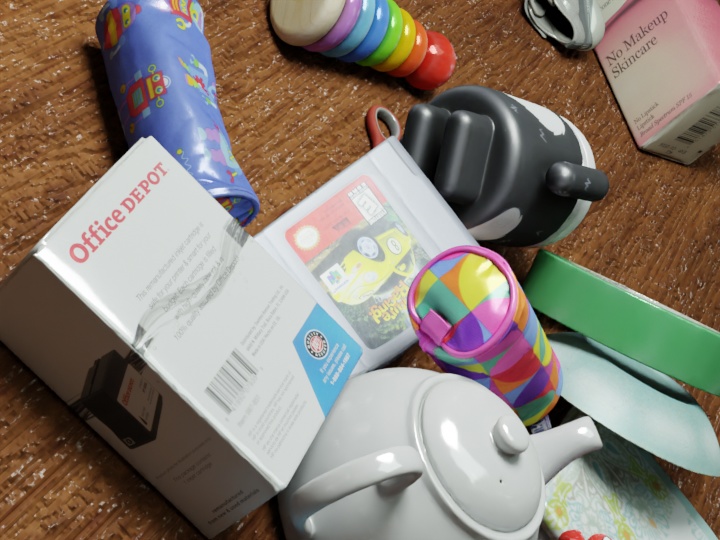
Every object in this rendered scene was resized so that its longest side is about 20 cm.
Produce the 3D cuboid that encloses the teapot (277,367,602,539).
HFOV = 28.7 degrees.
[{"bbox_3d":[0.049,0.139,0.916,0.197,0.146,0.201,39,37,-16],"label":"teapot"}]

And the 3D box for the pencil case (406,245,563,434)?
[{"bbox_3d":[0.093,0.056,1.016,0.200,0.087,0.089,54,16,-60],"label":"pencil case"}]

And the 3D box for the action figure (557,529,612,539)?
[{"bbox_3d":[0.153,0.238,0.951,0.200,0.098,0.066,-37,132,-55],"label":"action figure"}]

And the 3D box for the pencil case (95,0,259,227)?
[{"bbox_3d":[-0.129,-0.108,0.995,0.087,0.077,0.202,31,35,-56],"label":"pencil case"}]

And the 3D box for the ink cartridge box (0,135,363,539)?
[{"bbox_3d":[-0.113,0.039,0.872,0.200,0.084,0.145,45,38,-10],"label":"ink cartridge box"}]

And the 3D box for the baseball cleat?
[{"bbox_3d":[0.212,-0.343,1.603,0.106,0.070,0.202,-8,65,-52],"label":"baseball cleat"}]

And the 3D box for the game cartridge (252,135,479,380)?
[{"bbox_3d":[0.000,0.000,1.028,0.200,0.041,0.134,-39,94,-36],"label":"game cartridge"}]

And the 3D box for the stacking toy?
[{"bbox_3d":[0.014,-0.210,1.259,0.199,0.085,0.086,21,44,-45],"label":"stacking toy"}]

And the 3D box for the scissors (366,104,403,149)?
[{"bbox_3d":[0.017,-0.077,1.188,0.073,0.014,0.201,44,34,-15],"label":"scissors"}]

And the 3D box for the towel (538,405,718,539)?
[{"bbox_3d":[0.210,0.217,1.118,0.201,0.048,0.171,51,37,0],"label":"towel"}]

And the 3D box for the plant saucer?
[{"bbox_3d":[0.221,0.097,1.159,0.199,0.039,0.201,28,11,-6],"label":"plant saucer"}]

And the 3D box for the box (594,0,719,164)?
[{"bbox_3d":[0.362,-0.247,1.635,0.108,0.128,0.202,10,51,-43],"label":"box"}]

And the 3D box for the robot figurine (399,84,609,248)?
[{"bbox_3d":[0.115,-0.087,1.176,0.199,0.125,0.151,9,43,-50],"label":"robot figurine"}]

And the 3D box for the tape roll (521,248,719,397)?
[{"bbox_3d":[0.233,0.044,1.199,0.198,0.049,0.200,25,6,-3],"label":"tape roll"}]
